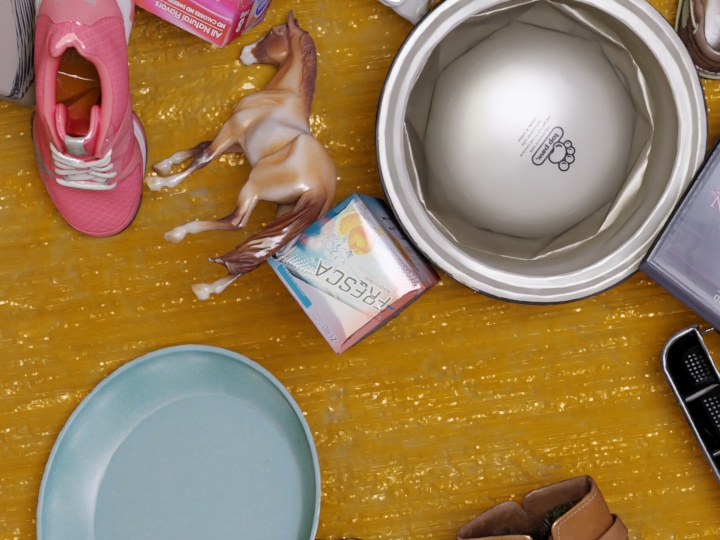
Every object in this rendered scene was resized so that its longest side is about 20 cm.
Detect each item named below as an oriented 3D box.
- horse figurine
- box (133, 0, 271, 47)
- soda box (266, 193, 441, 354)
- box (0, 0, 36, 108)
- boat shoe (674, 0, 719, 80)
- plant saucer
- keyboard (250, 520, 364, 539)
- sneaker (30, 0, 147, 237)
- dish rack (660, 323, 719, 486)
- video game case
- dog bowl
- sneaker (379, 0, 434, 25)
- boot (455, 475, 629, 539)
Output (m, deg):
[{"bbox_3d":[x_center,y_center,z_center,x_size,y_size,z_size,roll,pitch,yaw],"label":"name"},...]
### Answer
[{"bbox_3d":[-0.064,-0.062,1.184,0.132,0.200,0.050,-31,128,7],"label":"horse figurine"},{"bbox_3d":[-0.139,-0.230,1.197,0.199,0.096,0.100,28,114,4],"label":"box"},{"bbox_3d":[0.000,0.000,1.144,0.063,0.200,0.069,-37,88,4],"label":"soda box"},{"bbox_3d":[-0.233,-0.150,1.165,0.068,0.200,0.083,15,92,5],"label":"box"},{"bbox_3d":[0.235,-0.218,1.182,0.074,0.075,0.204,5,91,5],"label":"boat shoe"},{"bbox_3d":[-0.108,0.148,1.212,0.199,0.036,0.201,-8,71,23],"label":"plant saucer"},{"bbox_3d":[-0.010,0.211,1.240,0.199,0.040,0.105,10,115,4],"label":"keyboard"},{"bbox_3d":[-0.172,-0.087,1.178,0.073,0.087,0.201,1,132,0],"label":"sneaker"},{"bbox_3d":[0.299,0.068,1.190,0.199,0.055,0.154,-27,89,5],"label":"dish rack"},{"bbox_3d":[0.269,-0.036,1.157,0.143,0.019,0.200,37,65,-3],"label":"video game case"},{"bbox_3d":[0.105,-0.084,1.182,0.199,0.074,0.201,-1,98,-4],"label":"dog bowl"},{"bbox_3d":[0.066,-0.203,1.205,0.199,0.074,0.116,14,94,15],"label":"sneaker"},{"bbox_3d":[0.089,0.224,1.172,0.199,0.077,0.156,-26,116,1],"label":"boot"}]
